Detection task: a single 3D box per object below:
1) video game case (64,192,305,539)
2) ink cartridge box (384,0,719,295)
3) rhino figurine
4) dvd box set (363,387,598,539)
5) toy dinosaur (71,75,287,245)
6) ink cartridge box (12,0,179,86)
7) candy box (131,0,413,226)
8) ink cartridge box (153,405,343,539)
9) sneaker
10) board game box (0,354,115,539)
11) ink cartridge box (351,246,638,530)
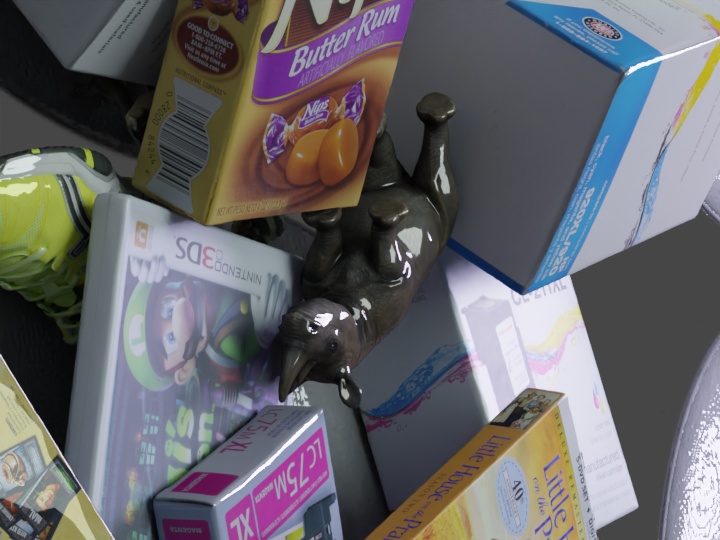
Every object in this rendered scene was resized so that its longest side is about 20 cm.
[{"bbox_3d":[-0.084,0.077,1.381,0.182,0.023,0.201,20,75,-62],"label":"video game case"},{"bbox_3d":[0.110,-0.102,1.587,0.147,0.145,0.200,34,30,23],"label":"ink cartridge box"},{"bbox_3d":[0.000,0.000,1.453,0.200,0.060,0.088,-61,155,-44],"label":"rhino figurine"},{"bbox_3d":[0.058,0.172,1.489,0.200,0.029,0.147,-38,125,-44],"label":"dvd box set"},{"bbox_3d":[-0.093,-0.070,1.458,0.088,0.047,0.200,44,2,27],"label":"toy dinosaur"},{"bbox_3d":[-0.099,-0.162,1.433,0.146,0.084,0.200,51,23,25],"label":"ink cartridge box"},{"bbox_3d":[-0.030,-0.126,1.358,0.116,0.056,0.201,-10,120,-52],"label":"candy box"},{"bbox_3d":[-0.043,0.179,1.402,0.119,0.042,0.201,-39,127,-57],"label":"ink cartridge box"},{"bbox_3d":[-0.135,-0.009,1.364,0.200,0.075,0.077,10,66,-54],"label":"sneaker"},{"bbox_3d":[-0.184,0.110,1.219,0.135,0.035,0.200,-41,113,-32],"label":"board game box"},{"bbox_3d":[0.067,0.062,1.638,0.146,0.083,0.201,-17,91,-58],"label":"ink cartridge box"}]
